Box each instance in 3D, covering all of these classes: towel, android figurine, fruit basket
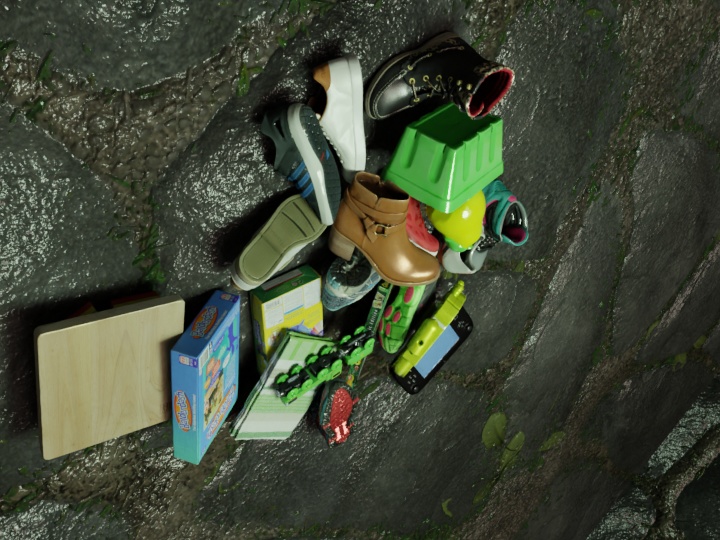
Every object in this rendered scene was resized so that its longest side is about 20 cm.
[{"bbox_3d":[-0.122,0.191,1.308,0.148,0.031,0.203,14,110,-54],"label":"towel"},{"bbox_3d":[0.129,0.103,1.465,0.202,0.041,0.182,-54,178,14],"label":"android figurine"},{"bbox_3d":[0.137,-0.140,1.249,0.216,0.153,0.218,-46,153,-31],"label":"fruit basket"}]

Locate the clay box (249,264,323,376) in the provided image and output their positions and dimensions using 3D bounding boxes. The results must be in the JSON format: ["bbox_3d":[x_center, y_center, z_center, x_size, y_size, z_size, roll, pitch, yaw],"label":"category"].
[{"bbox_3d":[-0.117,0.101,1.296,0.113,0.047,0.204,-24,134,-29],"label":"clay box"}]

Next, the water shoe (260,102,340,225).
[{"bbox_3d":[-0.083,-0.151,1.132,0.072,0.077,0.203,-72,154,-43],"label":"water shoe"}]

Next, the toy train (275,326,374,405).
[{"bbox_3d":[-0.056,0.157,1.293,0.198,0.042,0.057,-31,152,-27],"label":"toy train"}]

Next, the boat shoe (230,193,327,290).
[{"bbox_3d":[-0.122,-0.046,1.169,0.075,0.068,0.200,52,54,-6],"label":"boat shoe"}]

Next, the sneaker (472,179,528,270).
[{"bbox_3d":[0.252,-0.065,1.472,0.082,0.120,0.204,-19,130,-32],"label":"sneaker"}]

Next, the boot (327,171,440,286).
[{"bbox_3d":[0.052,-0.061,1.212,0.195,0.075,0.156,17,137,-8],"label":"boot"}]

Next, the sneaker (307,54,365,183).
[{"bbox_3d":[-0.038,-0.212,1.145,0.082,0.074,0.204,-11,131,-8],"label":"sneaker"}]

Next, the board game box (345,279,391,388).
[{"bbox_3d":[0.018,0.103,1.403,0.105,0.023,0.204,-51,161,-69],"label":"board game box"}]

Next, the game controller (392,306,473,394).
[{"bbox_3d":[0.146,0.156,1.594,0.200,0.042,0.105,-48,140,-7],"label":"game controller"}]

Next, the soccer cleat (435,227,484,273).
[{"bbox_3d":[0.189,-0.094,1.401,0.068,0.084,0.206,2,102,-43],"label":"soccer cleat"}]

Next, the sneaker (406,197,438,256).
[{"bbox_3d":[0.092,-0.100,1.330,0.198,0.078,0.117,23,103,-51],"label":"sneaker"}]

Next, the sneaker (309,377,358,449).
[{"bbox_3d":[-0.062,0.241,1.406,0.079,0.096,0.202,-33,152,-24],"label":"sneaker"}]

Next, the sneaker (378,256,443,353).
[{"bbox_3d":[0.098,0.066,1.456,0.083,0.077,0.203,13,110,-43],"label":"sneaker"}]

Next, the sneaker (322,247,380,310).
[{"bbox_3d":[0.000,0.000,1.314,0.199,0.077,0.087,-31,158,-46],"label":"sneaker"}]

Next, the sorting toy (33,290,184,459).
[{"bbox_3d":[-0.347,0.129,1.078,0.195,0.069,0.204,-14,128,-37],"label":"sorting toy"}]

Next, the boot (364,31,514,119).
[{"bbox_3d":[0.116,-0.270,1.171,0.198,0.150,0.074,-34,137,-19],"label":"boot"}]

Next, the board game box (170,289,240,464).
[{"bbox_3d":[-0.226,0.157,1.170,0.153,0.044,0.204,-63,163,-56],"label":"board game box"}]
